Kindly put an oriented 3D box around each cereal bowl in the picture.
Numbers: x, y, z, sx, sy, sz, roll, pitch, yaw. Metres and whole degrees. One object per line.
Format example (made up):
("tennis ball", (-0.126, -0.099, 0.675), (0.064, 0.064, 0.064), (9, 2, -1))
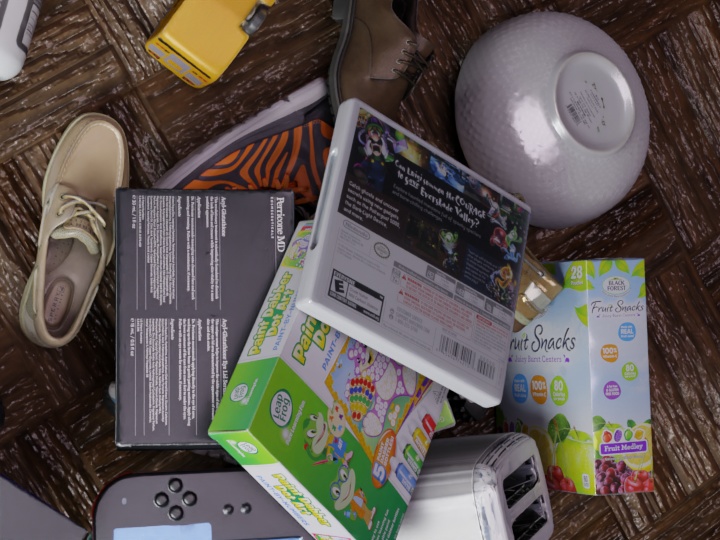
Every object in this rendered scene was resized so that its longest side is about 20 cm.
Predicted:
("cereal bowl", (0.188, -0.142, 1.501), (0.200, 0.083, 0.200), (6, 78, -31))

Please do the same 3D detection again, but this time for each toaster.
("toaster", (0.080, 0.202, 1.395), (0.129, 0.200, 0.114), (-12, 91, 23))

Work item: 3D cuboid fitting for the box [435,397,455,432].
("box", (-0.019, 0.064, 1.425), (0.144, 0.036, 0.200), (-21, 94, 4))

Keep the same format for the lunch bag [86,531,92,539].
("lunch bag", (-0.112, 0.272, 1.347), (0.200, 0.122, 0.171), (-17, 94, -2))

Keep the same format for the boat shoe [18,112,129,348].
("boat shoe", (-0.230, -0.034, 1.359), (0.072, 0.065, 0.200), (17, 82, -19))

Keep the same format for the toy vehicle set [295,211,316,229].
("toy vehicle set", (0.000, 0.000, 1.387), (0.200, 0.027, 0.124), (-39, 93, 5))

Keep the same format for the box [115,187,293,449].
("box", (-0.123, 0.040, 1.309), (0.141, 0.079, 0.200), (0, 81, -7))

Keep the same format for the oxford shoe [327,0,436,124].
("oxford shoe", (0.021, -0.173, 1.425), (0.073, 0.084, 0.200), (30, 59, -59))

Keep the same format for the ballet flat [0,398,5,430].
("ballet flat", (-0.366, 0.067, 1.319), (0.066, 0.057, 0.200), (-43, 98, 8))

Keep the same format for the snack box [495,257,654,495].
("snack box", (0.183, 0.092, 1.462), (0.068, 0.169, 0.200), (0, 87, -25))

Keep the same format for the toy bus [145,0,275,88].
("toy bus", (-0.098, -0.255, 1.414), (0.065, 0.078, 0.200), (37, 75, -15))

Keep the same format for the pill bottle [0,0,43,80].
("pill bottle", (-0.309, -0.217, 1.311), (0.111, 0.111, 0.200), (18, 81, -20))

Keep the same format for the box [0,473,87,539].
("box", (-0.302, 0.181, 1.249), (0.141, 0.200, 0.079), (39, 75, -16))

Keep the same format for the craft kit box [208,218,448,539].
("craft kit box", (-0.014, 0.096, 1.280), (0.198, 0.048, 0.200), (48, 50, -35))

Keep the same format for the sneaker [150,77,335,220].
("sneaker", (-0.080, -0.074, 1.414), (0.200, 0.078, 0.112), (-33, 99, -20))

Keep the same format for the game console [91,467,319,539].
("game console", (-0.115, 0.252, 1.272), (0.177, 0.031, 0.200), (-2, 90, -5))

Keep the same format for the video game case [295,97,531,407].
("video game case", (0.047, -0.013, 1.295), (0.200, 0.023, 0.182), (29, 59, -30))

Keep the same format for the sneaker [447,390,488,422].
("sneaker", (0.078, 0.037, 1.477), (0.090, 0.066, 0.200), (-31, 97, -17))

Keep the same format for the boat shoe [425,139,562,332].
("boat shoe", (0.112, -0.044, 1.451), (0.076, 0.072, 0.200), (-39, 67, 19))

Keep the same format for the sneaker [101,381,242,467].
("sneaker", (-0.116, 0.116, 1.386), (0.200, 0.075, 0.087), (20, 86, -15))
